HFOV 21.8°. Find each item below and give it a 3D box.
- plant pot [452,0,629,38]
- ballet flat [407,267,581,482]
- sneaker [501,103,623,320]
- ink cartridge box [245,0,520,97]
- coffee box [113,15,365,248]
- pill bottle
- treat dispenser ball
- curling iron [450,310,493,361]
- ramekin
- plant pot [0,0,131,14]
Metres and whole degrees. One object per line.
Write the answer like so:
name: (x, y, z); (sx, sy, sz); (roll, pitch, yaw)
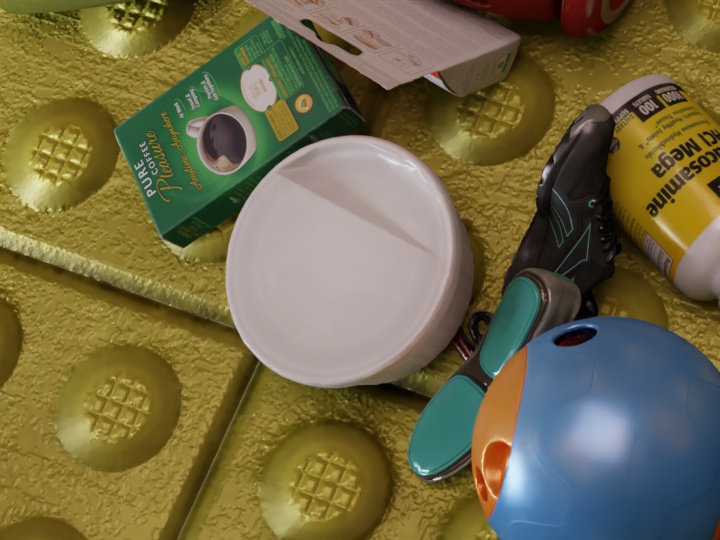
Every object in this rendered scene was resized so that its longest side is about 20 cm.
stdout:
plant pot: (0.151, -0.299, 1.562); (0.182, 0.201, 0.201); (28, 76, 16)
ballet flat: (0.110, 0.087, 1.462); (0.067, 0.064, 0.201); (48, 117, 39)
sneaker: (0.173, -0.041, 1.460); (0.079, 0.201, 0.075); (26, 43, 13)
ink cartridge box: (0.016, -0.193, 1.561); (0.161, 0.050, 0.200); (33, 36, 23)
coffee box: (-0.106, -0.123, 1.601); (0.200, 0.044, 0.123); (-35, 63, 13)
pill bottle: (0.264, -0.051, 1.470); (0.112, 0.113, 0.200); (-38, 64, -5)
treat dispenser ball: (0.180, 0.134, 1.359); (0.200, 0.201, 0.202); (-5, 66, 11)
curling iron: (0.060, 0.007, 1.539); (0.050, 0.026, 0.200); (-41, 65, 1)
ramekin: (0.000, 0.000, 1.499); (0.201, 0.094, 0.204); (-6, 75, 24)
plant pot: (-0.247, -0.311, 1.684); (0.199, 0.187, 0.188); (-22, 63, 20)
